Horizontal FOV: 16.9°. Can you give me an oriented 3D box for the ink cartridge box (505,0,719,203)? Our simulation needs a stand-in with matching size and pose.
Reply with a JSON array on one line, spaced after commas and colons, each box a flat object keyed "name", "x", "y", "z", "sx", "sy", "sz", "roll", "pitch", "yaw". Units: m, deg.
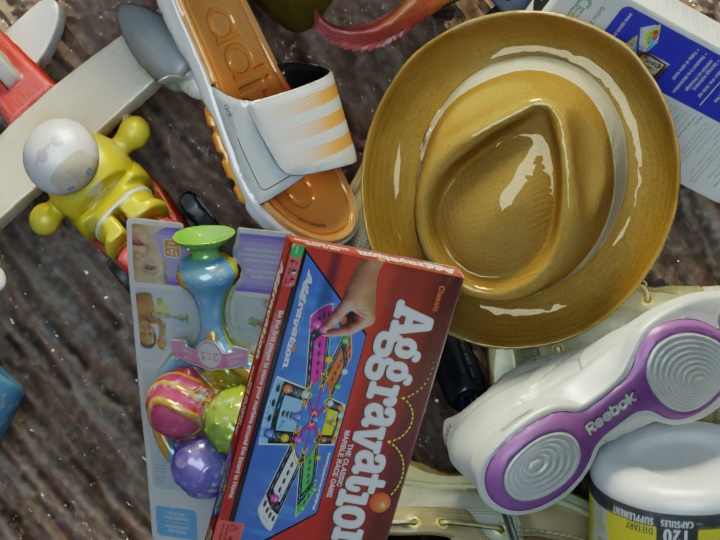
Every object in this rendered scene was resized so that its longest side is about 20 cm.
[{"name": "ink cartridge box", "x": 0.183, "y": -0.108, "z": 1.439, "sx": 0.199, "sy": 0.037, "sz": 0.095, "roll": 27, "pitch": 127, "yaw": -16}]

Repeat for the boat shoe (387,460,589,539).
[{"name": "boat shoe", "x": 0.056, "y": 0.159, "z": 1.454, "sx": 0.199, "sy": 0.074, "sz": 0.067, "roll": 10, "pitch": 65, "yaw": -10}]

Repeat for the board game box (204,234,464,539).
[{"name": "board game box", "x": -0.017, "y": 0.084, "z": 1.364, "sx": 0.102, "sy": 0.019, "sz": 0.201, "roll": 10, "pitch": 107, "yaw": -18}]

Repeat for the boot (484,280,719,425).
[{"name": "boot", "x": 0.149, "y": 0.008, "z": 1.463, "sx": 0.154, "sy": 0.073, "sz": 0.202, "roll": -5, "pitch": 93, "yaw": 5}]

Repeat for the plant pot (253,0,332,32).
[{"name": "plant pot", "x": -0.056, "y": -0.283, "z": 1.421, "sx": 0.200, "sy": 0.176, "sz": 0.200, "roll": 40, "pitch": 93, "yaw": 2}]

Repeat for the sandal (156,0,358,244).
[{"name": "sandal", "x": -0.053, "y": -0.107, "z": 1.406, "sx": 0.059, "sy": 0.079, "sz": 0.208, "roll": -21, "pitch": 100, "yaw": 44}]

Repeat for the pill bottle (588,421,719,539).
[{"name": "pill bottle", "x": 0.190, "y": 0.199, "z": 1.430, "sx": 0.111, "sy": 0.112, "sz": 0.201, "roll": 0, "pitch": 110, "yaw": 4}]

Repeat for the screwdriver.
[{"name": "screwdriver", "x": 0.076, "y": 0.109, "z": 1.438, "sx": 0.028, "sy": 0.029, "sz": 0.201, "roll": -31, "pitch": 51, "yaw": 15}]

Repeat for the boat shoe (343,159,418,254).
[{"name": "boat shoe", "x": 0.000, "y": 0.000, "z": 1.484, "sx": 0.064, "sy": 0.071, "sz": 0.201, "roll": 33, "pitch": 94, "yaw": 38}]

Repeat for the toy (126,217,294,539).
[{"name": "toy", "x": -0.088, "y": 0.074, "z": 1.393, "sx": 0.114, "sy": 0.047, "sz": 0.201, "roll": 5, "pitch": 106, "yaw": 28}]

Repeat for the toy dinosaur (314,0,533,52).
[{"name": "toy dinosaur", "x": 0.104, "y": -0.186, "z": 1.421, "sx": 0.105, "sy": 0.199, "sz": 0.182, "roll": 55, "pitch": 139, "yaw": 14}]

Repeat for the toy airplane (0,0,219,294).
[{"name": "toy airplane", "x": -0.177, "y": -0.077, "z": 1.451, "sx": 0.198, "sy": 0.141, "sz": 0.202, "roll": 5, "pitch": 90, "yaw": 3}]

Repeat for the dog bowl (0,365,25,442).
[{"name": "dog bowl", "x": -0.287, "y": 0.035, "z": 1.478, "sx": 0.200, "sy": 0.111, "sz": 0.050, "roll": 39, "pitch": 86, "yaw": 3}]

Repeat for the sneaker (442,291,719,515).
[{"name": "sneaker", "x": 0.135, "y": 0.061, "z": 1.400, "sx": 0.199, "sy": 0.100, "sz": 0.075, "roll": -27, "pitch": 115, "yaw": -15}]

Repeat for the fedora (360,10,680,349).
[{"name": "fedora", "x": 0.086, "y": -0.047, "z": 1.379, "sx": 0.199, "sy": 0.082, "sz": 0.202, "roll": 2, "pitch": 102, "yaw": 10}]
